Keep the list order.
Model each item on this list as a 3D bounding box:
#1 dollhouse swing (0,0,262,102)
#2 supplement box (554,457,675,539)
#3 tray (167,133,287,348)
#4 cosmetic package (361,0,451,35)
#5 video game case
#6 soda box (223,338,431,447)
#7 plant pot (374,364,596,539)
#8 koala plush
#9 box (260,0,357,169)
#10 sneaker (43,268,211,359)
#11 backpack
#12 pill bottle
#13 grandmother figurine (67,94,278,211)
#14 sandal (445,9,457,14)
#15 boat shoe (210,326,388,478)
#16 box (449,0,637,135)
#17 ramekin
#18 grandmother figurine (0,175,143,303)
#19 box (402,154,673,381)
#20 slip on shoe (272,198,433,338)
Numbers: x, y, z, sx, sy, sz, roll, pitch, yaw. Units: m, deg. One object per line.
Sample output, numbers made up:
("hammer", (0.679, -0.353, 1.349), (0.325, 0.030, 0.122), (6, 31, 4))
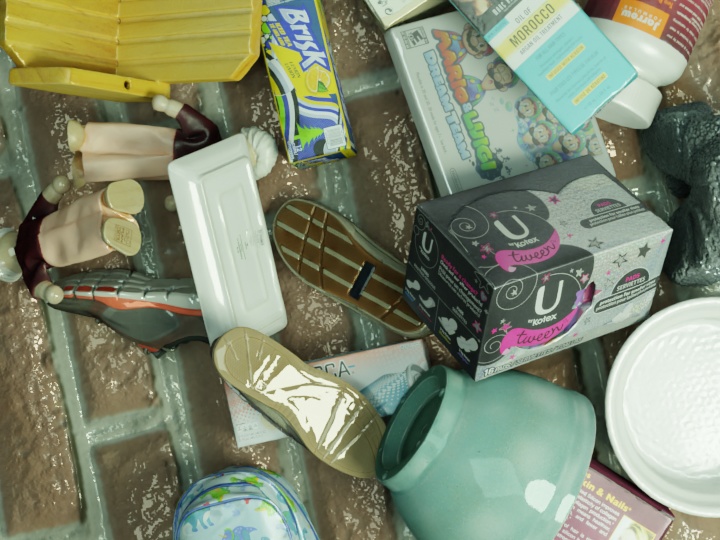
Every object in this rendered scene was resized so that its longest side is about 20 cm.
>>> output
("dollhouse swing", (-0.214, -0.269, 1.368), (0.176, 0.181, 0.201), (3, 89, 47))
("supplement box", (0.184, 0.274, 1.371), (0.131, 0.103, 0.200), (33, 92, 4))
("tray", (-0.118, -0.021, 1.377), (0.022, 0.107, 0.201), (1, 111, 38))
("cosmetic package", (0.090, -0.306, 1.390), (0.200, 0.104, 0.073), (-32, 88, 4))
("video game case", (0.135, -0.156, 1.384), (0.182, 0.024, 0.201), (-19, 87, -24))
("soda box", (-0.028, 0.117, 1.411), (0.199, 0.064, 0.069), (-13, 88, 5))
("plant pot", (0.098, 0.166, 1.307), (0.134, 0.200, 0.201), (31, 91, -13))
("koala plush", (0.388, -0.082, 1.340), (0.199, 0.184, 0.178), (-7, 89, -8))
("box", (-0.058, -0.204, 1.415), (0.064, 0.070, 0.201), (-13, 88, 5))
("sneaker", (-0.218, 0.049, 1.423), (0.199, 0.077, 0.082), (6, 109, 14))
("backpack", (-0.105, 0.285, 1.386), (0.163, 0.154, 0.201), (-11, 75, 11))
("pill bottle", (0.268, -0.242, 1.366), (0.109, 0.110, 0.200), (23, 87, 4))
("grandmother figurine", (-0.180, -0.111, 1.420), (0.199, 0.061, 0.122), (-2, 130, -2))
("sandal", (0.112, -0.153, 1.412), (0.075, 0.045, 0.201), (-9, 83, -23))
("boat shoe", (-0.056, 0.119, 1.350), (0.200, 0.065, 0.072), (36, 83, -15))
("box", (0.153, -0.222, 1.302), (0.082, 0.049, 0.200), (-43, 85, 10))
("ramekin", (0.325, 0.125, 1.366), (0.200, 0.098, 0.201), (0, 89, 4))
("grandmother figurine", (-0.291, -0.026, 1.388), (0.200, 0.061, 0.122), (-12, 60, 39))
("box", (0.158, -0.007, 1.309), (0.200, 0.115, 0.132), (-18, 45, -26))
("slip on shoe", (0.000, 0.000, 1.415), (0.200, 0.061, 0.076), (31, 92, 23))
